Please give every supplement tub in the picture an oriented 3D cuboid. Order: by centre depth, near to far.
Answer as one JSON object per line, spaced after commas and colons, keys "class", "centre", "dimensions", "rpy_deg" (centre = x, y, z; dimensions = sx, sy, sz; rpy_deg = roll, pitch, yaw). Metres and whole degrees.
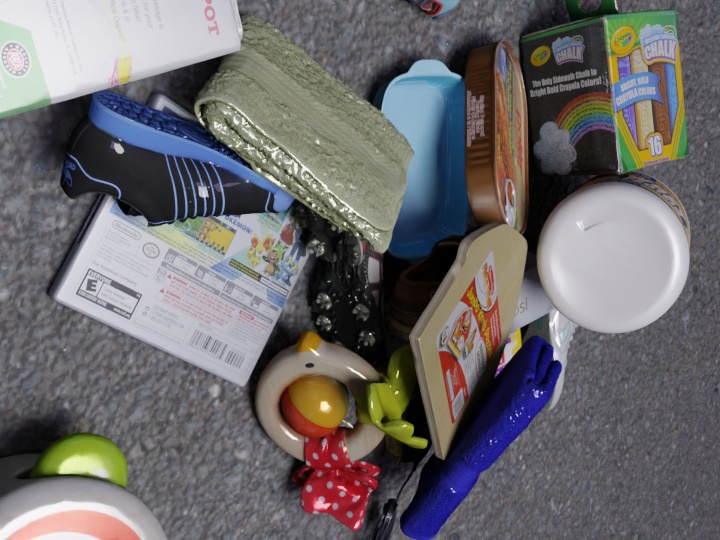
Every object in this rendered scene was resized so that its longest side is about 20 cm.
{"class": "supplement tub", "centre": [0.269, -0.027, 0.880], "dimensions": [0.200, 0.142, 0.148], "rpy_deg": [-28, 122, -66]}

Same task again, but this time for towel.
{"class": "towel", "centre": [-0.038, -0.117, 0.701], "dimensions": [0.199, 0.036, 0.150], "rpy_deg": [35, 42, -22]}
{"class": "towel", "centre": [0.122, 0.164, 0.814], "dimensions": [0.201, 0.049, 0.148], "rpy_deg": [-55, 175, 20]}

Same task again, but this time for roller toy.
{"class": "roller toy", "centre": [-0.246, 0.238, 0.629], "dimensions": [0.199, 0.139, 0.185], "rpy_deg": [-36, 110, -31]}

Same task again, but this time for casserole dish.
{"class": "casserole dish", "centre": [0.057, -0.106, 0.841], "dimensions": [0.119, 0.039, 0.204], "rpy_deg": [-11, 108, -35]}

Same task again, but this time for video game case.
{"class": "video game case", "centre": [-0.137, -0.019, 0.725], "dimensions": [0.199, 0.022, 0.185], "rpy_deg": [32, 81, -37]}

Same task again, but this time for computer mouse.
{"class": "computer mouse", "centre": [0.044, 0.208, 0.887], "dimensions": [0.203, 0.034, 0.058], "rpy_deg": [-67, 162, 5]}

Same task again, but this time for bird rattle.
{"class": "bird rattle", "centre": [-0.024, 0.137, 0.793], "dimensions": [0.162, 0.200, 0.113], "rpy_deg": [36, 37, -7]}

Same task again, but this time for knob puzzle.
{"class": "knob puzzle", "centre": [0.100, 0.041, 0.772], "dimensions": [0.219, 0.030, 0.224], "rpy_deg": [-36, 134, -47]}

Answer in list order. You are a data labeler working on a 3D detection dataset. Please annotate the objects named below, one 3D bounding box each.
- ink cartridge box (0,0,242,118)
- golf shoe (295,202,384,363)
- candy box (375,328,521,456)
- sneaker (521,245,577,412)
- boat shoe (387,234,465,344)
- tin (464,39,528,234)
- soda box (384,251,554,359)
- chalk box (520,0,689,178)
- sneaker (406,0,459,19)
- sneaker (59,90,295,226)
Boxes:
{"class": "ink cartridge box", "centre": [-0.197, -0.206, 0.592], "dimensions": [0.198, 0.087, 0.148], "rpy_deg": [-24, 115, -28]}
{"class": "golf shoe", "centre": [0.000, 0.000, 0.793], "dimensions": [0.088, 0.076, 0.203], "rpy_deg": [-46, 142, -42]}
{"class": "candy box", "centre": [0.105, 0.119, 0.940], "dimensions": [0.198, 0.026, 0.104], "rpy_deg": [-22, 117, -31]}
{"class": "sneaker", "centre": [0.231, 0.069, 0.996], "dimensions": [0.079, 0.070, 0.205], "rpy_deg": [-8, 106, -38]}
{"class": "boat shoe", "centre": [0.103, 0.001, 0.830], "dimensions": [0.199, 0.071, 0.069], "rpy_deg": [-30, 132, -39]}
{"class": "tin", "centre": [0.138, -0.132, 0.847], "dimensions": [0.112, 0.041, 0.204], "rpy_deg": [28, 60, -55]}
{"class": "soda box", "centre": [0.119, 0.040, 0.903], "dimensions": [0.198, 0.068, 0.065], "rpy_deg": [-23, 116, -31]}
{"class": "chalk box", "centre": [0.261, -0.211, 0.907], "dimensions": [0.122, 0.124, 0.204], "rpy_deg": [-13, 101, -33]}
{"class": "sneaker", "centre": [0.063, -0.280, 0.778], "dimensions": [0.198, 0.079, 0.097], "rpy_deg": [-22, 116, -31]}
{"class": "sneaker", "centre": [-0.139, -0.071, 0.663], "dimensions": [0.198, 0.070, 0.079], "rpy_deg": [19, 111, -43]}
